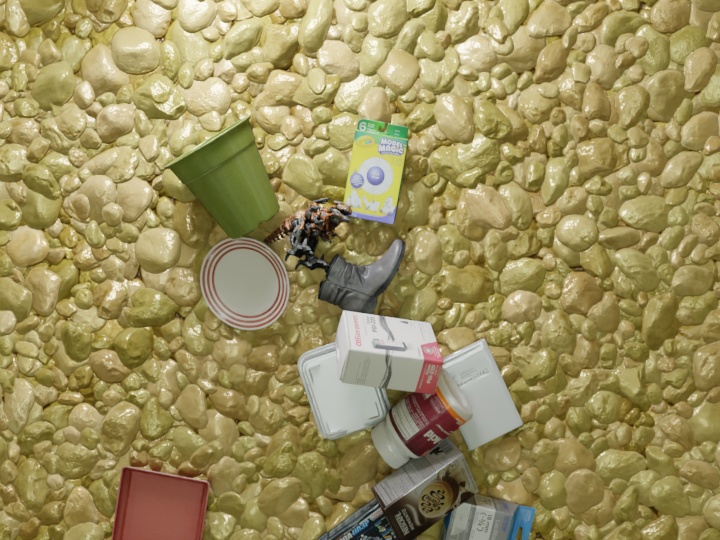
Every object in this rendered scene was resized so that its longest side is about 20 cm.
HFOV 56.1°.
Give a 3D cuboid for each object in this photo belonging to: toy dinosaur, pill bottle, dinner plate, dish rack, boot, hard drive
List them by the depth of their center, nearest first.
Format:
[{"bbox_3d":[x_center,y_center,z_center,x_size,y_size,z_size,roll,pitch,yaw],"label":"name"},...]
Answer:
[{"bbox_3d":[-0.107,-0.078,1.395,0.101,0.198,0.139,19,59,-38],"label":"toy dinosaur"},{"bbox_3d":[0.125,0.313,1.403,0.199,0.114,0.115,-40,94,13],"label":"pill bottle"},{"bbox_3d":[0.000,0.000,1.409,0.130,0.070,0.203,31,94,-4],"label":"boot"},{"bbox_3d":[-0.241,0.027,1.420,0.195,0.024,0.205,4,108,10],"label":"dinner plate"},{"bbox_3d":[-0.034,0.256,1.449,0.168,0.044,0.205,-18,96,1],"label":"dish rack"},{"bbox_3d":[0.251,0.267,1.456,0.130,0.027,0.204,-25,95,3],"label":"hard drive"}]

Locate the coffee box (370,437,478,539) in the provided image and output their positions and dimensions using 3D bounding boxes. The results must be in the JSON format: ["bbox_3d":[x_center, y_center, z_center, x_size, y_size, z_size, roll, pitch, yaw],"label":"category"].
[{"bbox_3d":[0.135,0.459,1.411,0.198,0.080,0.115,-32,115,-12],"label":"coffee box"}]

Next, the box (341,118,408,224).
[{"bbox_3d":[0.032,-0.206,1.401,0.114,0.048,0.205,9,94,0],"label":"box"}]

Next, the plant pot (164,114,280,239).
[{"bbox_3d":[-0.257,-0.174,1.351,0.197,0.200,0.193,-28,108,3],"label":"plant pot"}]

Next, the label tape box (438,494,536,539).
[{"bbox_3d":[0.278,0.575,1.467,0.195,0.063,0.148,13,96,-1],"label":"label tape box"}]

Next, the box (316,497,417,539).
[{"bbox_3d":[0.016,0.613,1.481,0.198,0.046,0.160,-37,94,4],"label":"box"}]

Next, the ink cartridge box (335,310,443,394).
[{"bbox_3d":[0.054,0.163,1.359,0.195,0.147,0.087,7,117,-11],"label":"ink cartridge box"}]

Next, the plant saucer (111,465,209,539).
[{"bbox_3d":[-0.436,0.536,1.482,0.195,0.037,0.205,10,95,-1],"label":"plant saucer"}]
